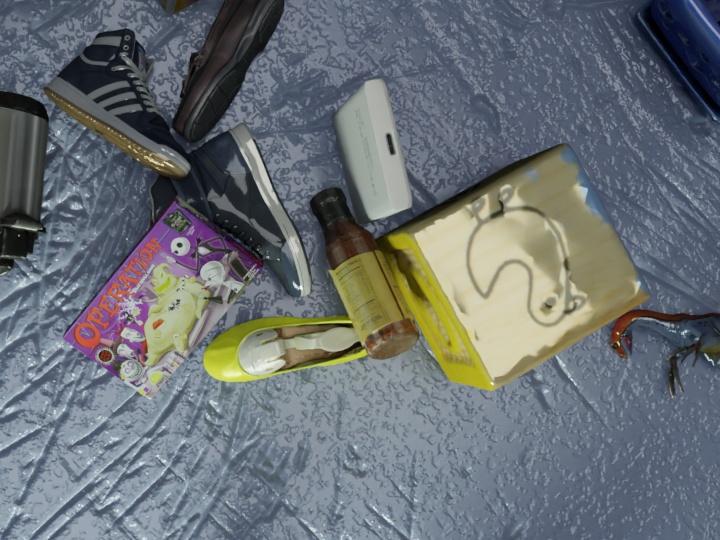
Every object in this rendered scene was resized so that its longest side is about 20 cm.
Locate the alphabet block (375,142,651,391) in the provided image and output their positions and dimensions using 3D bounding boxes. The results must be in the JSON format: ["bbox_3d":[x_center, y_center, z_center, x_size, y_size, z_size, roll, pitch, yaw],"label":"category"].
[{"bbox_3d":[0.158,-0.003,1.320,0.200,0.196,0.196,-30,92,-10],"label":"alphabet block"}]

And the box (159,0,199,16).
[{"bbox_3d":[-0.211,-0.394,1.308,0.101,0.112,0.200,-31,94,-11],"label":"box"}]

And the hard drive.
[{"bbox_3d":[0.010,-0.121,1.294,0.027,0.200,0.132,-13,90,-11],"label":"hard drive"}]

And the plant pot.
[{"bbox_3d":[0.447,-0.293,1.389,0.200,0.180,0.200,-40,95,-8],"label":"plant pot"}]

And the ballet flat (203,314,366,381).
[{"bbox_3d":[-0.074,0.082,1.339,0.200,0.067,0.067,-9,92,-10],"label":"ballet flat"}]

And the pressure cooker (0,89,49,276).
[{"bbox_3d":[-0.408,-0.082,1.232,0.178,0.176,0.200,6,88,-20],"label":"pressure cooker"}]

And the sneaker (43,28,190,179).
[{"bbox_3d":[-0.236,-0.184,1.290,0.200,0.070,0.109,33,77,22],"label":"sneaker"}]

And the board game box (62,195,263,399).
[{"bbox_3d":[-0.211,0.031,1.292,0.120,0.032,0.200,38,105,-12],"label":"board game box"}]

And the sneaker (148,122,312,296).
[{"bbox_3d":[-0.149,-0.041,1.322,0.146,0.077,0.203,-26,90,-14],"label":"sneaker"}]

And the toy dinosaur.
[{"bbox_3d":[0.394,0.082,1.439,0.181,0.105,0.200,30,45,5],"label":"toy dinosaur"}]

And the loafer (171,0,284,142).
[{"bbox_3d":[-0.158,-0.234,1.344,0.063,0.072,0.200,28,77,12],"label":"loafer"}]

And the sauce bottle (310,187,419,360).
[{"bbox_3d":[0.000,0.000,1.329,0.066,0.066,0.200,-18,64,-10],"label":"sauce bottle"}]
